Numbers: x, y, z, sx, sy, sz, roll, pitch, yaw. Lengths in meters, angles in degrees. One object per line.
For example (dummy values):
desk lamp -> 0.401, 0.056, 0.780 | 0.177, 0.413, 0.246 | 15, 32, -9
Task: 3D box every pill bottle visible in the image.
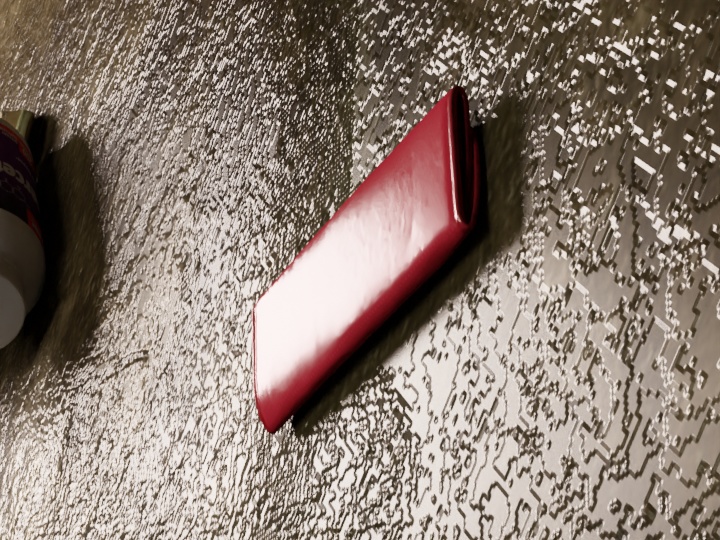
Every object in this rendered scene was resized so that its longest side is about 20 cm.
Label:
pill bottle -> -0.291, -0.027, 1.512 | 0.113, 0.112, 0.201 | -62, 26, 27

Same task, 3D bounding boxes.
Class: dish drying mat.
dish drying mat -> 0.000, 0.000, 0.947 | 0.200, 0.018, 0.077 | -46, 36, 47

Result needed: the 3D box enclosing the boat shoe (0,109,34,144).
boat shoe -> -0.319, -0.094, 1.683 | 0.200, 0.063, 0.074 | -11, 66, 65
